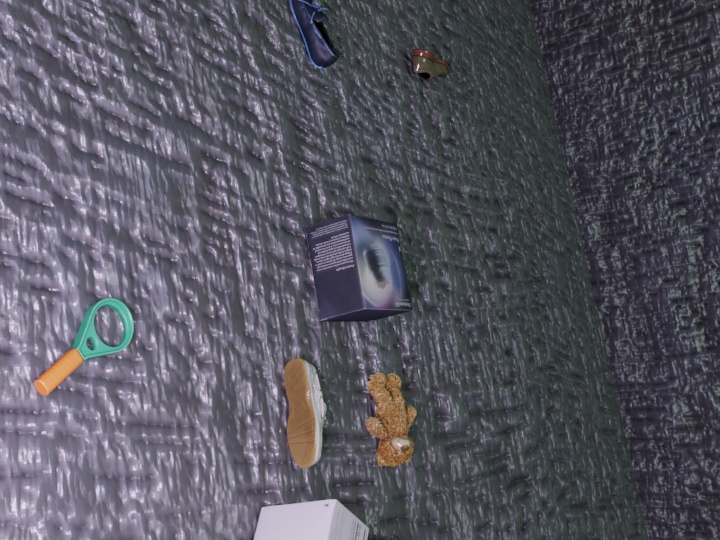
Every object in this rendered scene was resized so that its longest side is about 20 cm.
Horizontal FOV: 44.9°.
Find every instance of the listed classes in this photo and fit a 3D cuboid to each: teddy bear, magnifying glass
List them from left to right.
[{"bbox_3d":[-0.387,0.108,1.228,0.080,0.022,0.200,63,33,-18],"label":"magnifying glass"},{"bbox_3d":[0.068,0.311,1.841,0.145,0.067,0.201,36,47,-44],"label":"teddy bear"}]

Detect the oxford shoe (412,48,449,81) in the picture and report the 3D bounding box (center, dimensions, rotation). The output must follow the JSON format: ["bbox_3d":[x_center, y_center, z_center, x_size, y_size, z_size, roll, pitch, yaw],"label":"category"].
[{"bbox_3d":[0.195,-0.575,2.491,0.200,0.070,0.075,7,97,-59],"label":"oxford shoe"}]

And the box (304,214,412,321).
[{"bbox_3d":[0.000,0.000,1.822,0.200,0.123,0.199,5,74,-58],"label":"box"}]

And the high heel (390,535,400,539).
[{"bbox_3d":[0.057,0.604,1.670,0.200,0.071,0.143,-10,91,-76],"label":"high heel"}]

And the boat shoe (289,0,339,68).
[{"bbox_3d":[-0.098,-0.562,1.975,0.084,0.068,0.201,-42,112,-57],"label":"boat shoe"}]

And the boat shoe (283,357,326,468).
[{"bbox_3d":[-0.091,0.261,1.596,0.069,0.071,0.201,22,57,-51],"label":"boat shoe"}]

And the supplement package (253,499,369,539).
[{"bbox_3d":[-0.093,0.489,1.401,0.111,0.155,0.200,52,37,-37],"label":"supplement package"}]
